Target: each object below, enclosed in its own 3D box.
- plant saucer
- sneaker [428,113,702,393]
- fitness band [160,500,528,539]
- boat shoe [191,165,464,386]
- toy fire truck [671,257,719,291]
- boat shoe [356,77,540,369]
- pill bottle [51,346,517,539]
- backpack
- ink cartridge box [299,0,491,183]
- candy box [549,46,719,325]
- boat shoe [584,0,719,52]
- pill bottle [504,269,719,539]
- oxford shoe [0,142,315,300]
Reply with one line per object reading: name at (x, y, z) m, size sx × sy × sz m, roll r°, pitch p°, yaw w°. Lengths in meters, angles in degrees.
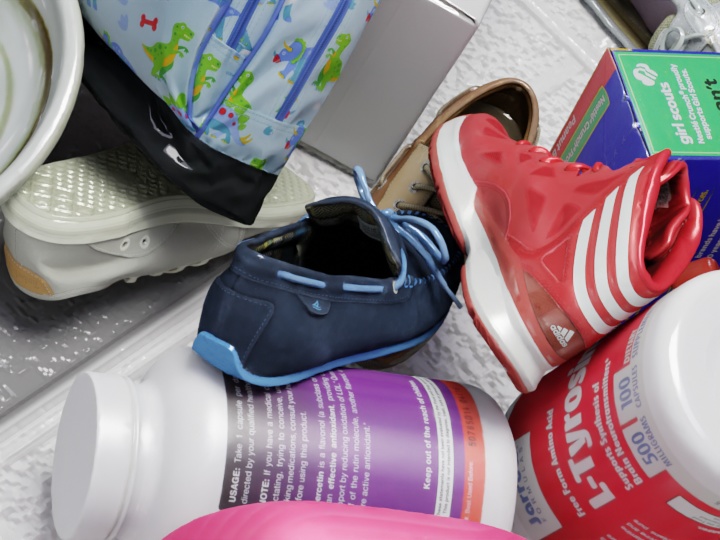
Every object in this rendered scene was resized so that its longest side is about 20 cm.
plant saucer at (-0.227, -0.089, 1.388) m, size 0.200 × 0.050 × 0.200 m, roll -3°, pitch 64°, yaw 7°
sneaker at (0.103, -0.028, 1.360) m, size 0.078 × 0.115 × 0.200 m, roll 55°, pitch 13°, yaw -35°
fitness band at (-0.007, 0.152, 1.276) m, size 0.200 × 0.144 × 0.037 m, roll 8°, pitch 51°, yaw -20°
boat shoe at (0.000, 0.000, 1.336) m, size 0.084 × 0.069 × 0.200 m, roll 24°, pitch 24°, yaw 17°
toy fire truck at (0.234, 0.073, 1.425) m, size 0.112 × 0.200 × 0.168 m, roll -19°, pitch 62°, yaw 9°
boat shoe at (0.036, -0.032, 1.482) m, size 0.076 × 0.072 × 0.200 m, roll 31°, pitch 49°, yaw -1°
pill bottle at (-0.036, 0.096, 1.325) m, size 0.200 × 0.113 × 0.113 m, roll 9°, pitch 52°, yaw -19°
backpack at (-0.058, -0.154, 1.379) m, size 0.154 × 0.200 × 0.163 m, roll 37°, pitch 10°, yaw -47°
ink cartridge box at (0.031, -0.168, 1.533) m, size 0.086 × 0.146 × 0.200 m, roll 29°, pitch 49°, yaw -5°
candy box at (0.190, -0.031, 1.489) m, size 0.200 × 0.169 × 0.077 m, roll -1°, pitch 53°, yaw -26°
boat shoe at (0.167, -0.144, 1.631) m, size 0.065 × 0.074 × 0.202 m, roll -16°, pitch 59°, yaw -26°
pill bottle at (0.133, 0.085, 1.346) m, size 0.112 × 0.200 × 0.112 m, roll 13°, pitch 62°, yaw -25°
oxford shoe at (-0.103, -0.025, 1.427) m, size 0.075 × 0.058 × 0.200 m, roll 35°, pitch 30°, yaw 31°
